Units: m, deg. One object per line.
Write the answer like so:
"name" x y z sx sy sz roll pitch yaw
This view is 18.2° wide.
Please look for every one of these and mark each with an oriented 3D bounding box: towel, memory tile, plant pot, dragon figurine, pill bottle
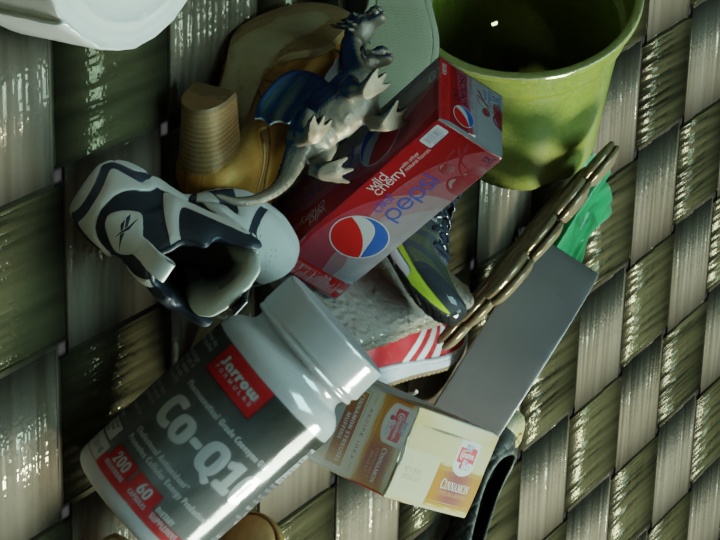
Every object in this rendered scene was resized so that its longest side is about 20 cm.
"towel" 0.000 0.000 1.779 0.200 0.133 0.035 -19 154 -54
"memory tile" 0.142 -0.019 1.902 0.200 0.017 0.153 -50 -178 -34
"plant pot" 0.139 -0.174 1.927 0.201 0.199 0.185 -57 158 -32
"dragon figurine" -0.034 -0.107 1.605 0.200 0.099 0.059 -45 122 -15
"pill bottle" -0.090 0.104 1.590 0.200 0.114 0.114 -42 148 1

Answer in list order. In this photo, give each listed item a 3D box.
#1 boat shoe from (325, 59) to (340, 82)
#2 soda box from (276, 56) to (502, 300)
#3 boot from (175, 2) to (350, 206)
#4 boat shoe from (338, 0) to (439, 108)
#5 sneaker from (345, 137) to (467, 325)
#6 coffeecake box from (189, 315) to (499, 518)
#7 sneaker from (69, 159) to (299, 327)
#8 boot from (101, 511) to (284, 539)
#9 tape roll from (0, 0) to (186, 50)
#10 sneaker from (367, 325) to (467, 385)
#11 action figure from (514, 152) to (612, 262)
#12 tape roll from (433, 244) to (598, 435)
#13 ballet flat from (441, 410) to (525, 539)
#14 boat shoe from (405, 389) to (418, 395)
"boat shoe" 0.034 -0.134 1.854 0.200 0.065 0.074 35 71 -60
"soda box" 0.018 -0.066 1.655 0.063 0.200 0.070 29 41 -26
"boot" -0.072 -0.102 1.682 0.201 0.070 0.145 -43 143 -42
"boat shoe" 0.017 -0.187 1.743 0.068 0.071 0.201 135 -40 -58
"sneaker" 0.048 -0.052 1.753 0.074 0.080 0.201 58 11 -66
"coffeecake box" -0.018 0.111 1.712 0.153 0.199 0.073 25 87 -61
"sneaker" -0.095 -0.003 1.555 0.080 0.130 0.199 -52 140 10
"boot" -0.140 0.238 1.695 0.200 0.066 0.176 46 61 -56
"tape roll" -0.170 -0.242 1.425 0.202 0.070 0.204 -36 132 -52
"sneaker" 0.037 0.030 1.926 0.200 0.071 0.113 -18 121 -56
"action figure" 0.181 -0.009 2.193 0.201 0.054 0.118 -59 149 -18
"tape roll" 0.136 0.071 2.035 0.201 0.066 0.200 -57 175 -7
"ballet flat" 0.123 0.229 2.184 0.201 0.056 0.066 -68 152 -17
"boat shoe" 0.017 0.134 1.880 0.200 0.074 0.062 84 5 -79
